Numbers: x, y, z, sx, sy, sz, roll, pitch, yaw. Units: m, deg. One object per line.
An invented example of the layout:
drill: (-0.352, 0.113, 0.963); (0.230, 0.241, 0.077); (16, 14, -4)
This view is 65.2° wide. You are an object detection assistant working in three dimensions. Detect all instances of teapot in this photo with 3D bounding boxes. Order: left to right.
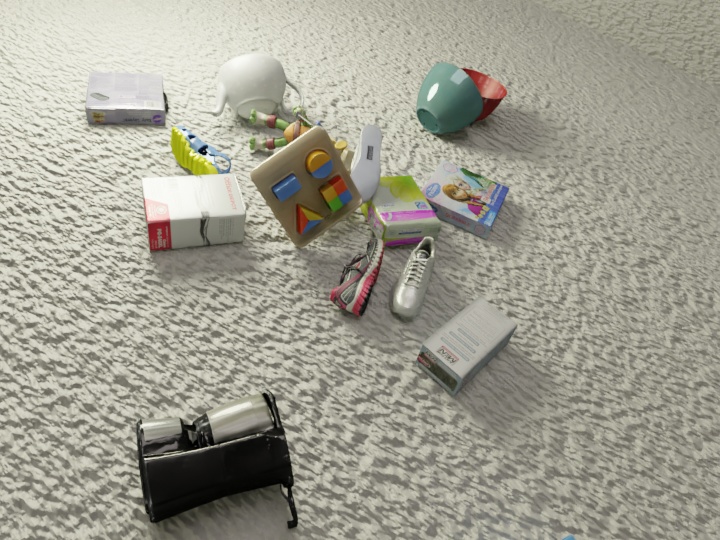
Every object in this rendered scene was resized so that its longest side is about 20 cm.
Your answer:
teapot: (-0.281, -0.476, 1.521); (0.197, 0.197, 0.148); (-15, 84, 20)

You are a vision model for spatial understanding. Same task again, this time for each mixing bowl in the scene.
mixing bowl: (0.350, -0.544, 1.780); (0.197, 0.109, 0.202); (11, 41, -10)

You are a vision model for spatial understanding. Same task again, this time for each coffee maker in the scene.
coffee maker: (-0.203, 0.281, 0.792); (0.197, 0.136, 0.193); (-11, 50, -23)

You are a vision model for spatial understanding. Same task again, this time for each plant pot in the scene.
plant pot: (0.241, -0.483, 1.659); (0.199, 0.201, 0.135); (38, 76, 23)

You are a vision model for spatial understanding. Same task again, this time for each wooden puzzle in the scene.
wooden puzzle: (-0.106, -0.170, 1.188); (0.184, 0.201, 0.046); (-35, 29, -5)

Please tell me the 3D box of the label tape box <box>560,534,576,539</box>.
label tape box: (0.290, 0.493, 0.766); (0.141, 0.067, 0.201); (-13, 53, -26)

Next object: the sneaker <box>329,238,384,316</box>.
sneaker: (0.000, 0.000, 1.167); (0.074, 0.081, 0.201); (18, 44, 6)

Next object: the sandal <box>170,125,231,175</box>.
sandal: (-0.382, -0.276, 1.348); (0.087, 0.080, 0.200); (-29, 67, -40)

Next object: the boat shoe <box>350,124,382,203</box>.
boat shoe: (0.013, -0.241, 1.326); (0.073, 0.065, 0.203); (17, 70, -6)

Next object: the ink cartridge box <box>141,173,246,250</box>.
ink cartridge box: (-0.353, -0.127, 1.195); (0.197, 0.084, 0.146); (-6, 47, -22)

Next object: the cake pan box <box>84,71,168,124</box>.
cake pan box: (-0.608, -0.453, 1.476); (0.197, 0.053, 0.186); (-5, 49, -19)

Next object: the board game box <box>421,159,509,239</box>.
board game box: (0.266, -0.189, 1.455); (0.197, 0.041, 0.201); (25, 45, 10)

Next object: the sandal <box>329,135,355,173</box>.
sandal: (-0.050, -0.286, 1.456); (0.069, 0.078, 0.211); (26, 6, -46)

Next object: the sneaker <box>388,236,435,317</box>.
sneaker: (0.113, 0.013, 1.186); (0.075, 0.081, 0.201); (20, 46, 3)

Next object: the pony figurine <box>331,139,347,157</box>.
pony figurine: (-0.111, -0.203, 1.287); (0.191, 0.201, 0.168); (-22, 60, -13)

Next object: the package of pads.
package of pads: (0.083, -0.145, 1.341); (0.152, 0.069, 0.201); (-6, 45, -20)

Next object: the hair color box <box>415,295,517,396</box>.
hair color box: (0.208, 0.142, 1.096); (0.099, 0.061, 0.199); (39, 48, 23)

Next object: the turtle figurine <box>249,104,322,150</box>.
turtle figurine: (-0.186, -0.334, 1.400); (0.191, 0.145, 0.202); (8, 50, 6)
